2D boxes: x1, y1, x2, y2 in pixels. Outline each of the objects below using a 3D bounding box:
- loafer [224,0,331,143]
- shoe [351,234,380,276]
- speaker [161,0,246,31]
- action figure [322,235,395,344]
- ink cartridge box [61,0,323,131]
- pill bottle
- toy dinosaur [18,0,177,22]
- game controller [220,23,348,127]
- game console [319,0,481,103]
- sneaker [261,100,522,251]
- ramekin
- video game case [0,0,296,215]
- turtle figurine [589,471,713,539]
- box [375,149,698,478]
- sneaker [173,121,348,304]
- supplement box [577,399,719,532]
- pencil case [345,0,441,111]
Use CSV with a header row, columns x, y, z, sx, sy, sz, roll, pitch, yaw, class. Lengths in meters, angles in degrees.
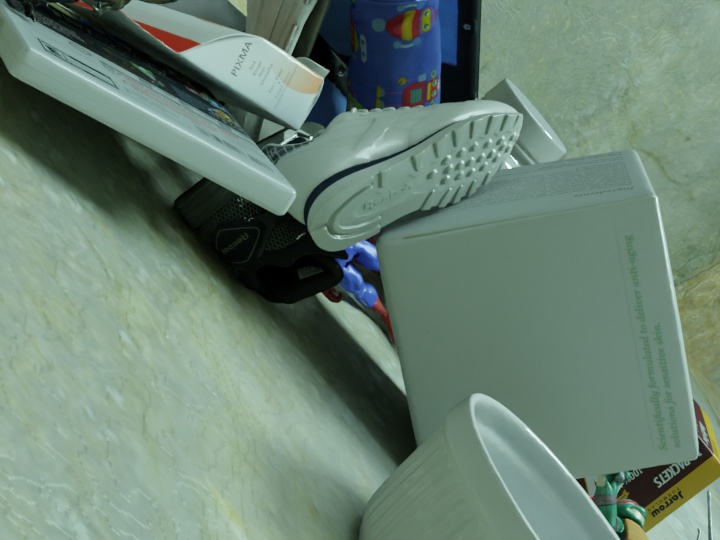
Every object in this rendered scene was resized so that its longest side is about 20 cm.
x,y,z,sx,sy,sz,roll,pitch,yaw,class
-0.060,-0.155,1.211,0.069,0.201,0.070,14,9,10,loafer
0.016,-0.032,1.383,0.091,0.072,0.200,14,-8,-5,shoe
-0.135,-0.194,1.291,0.200,0.081,0.081,38,18,-49,speaker
0.000,0.000,1.244,0.200,0.065,0.099,42,6,-36,action figure
-0.143,-0.175,1.098,0.162,0.050,0.200,25,-6,41,ink cartridge box
0.097,-0.090,1.550,0.114,0.200,0.114,48,12,-14,pill bottle
-0.192,-0.186,0.957,0.199,0.048,0.088,20,21,27,toy dinosaur
-0.047,-0.135,1.316,0.042,0.105,0.200,21,-14,42,game controller
0.016,-0.223,1.297,0.176,0.031,0.201,19,-39,18,game console
0.026,-0.085,1.076,0.199,0.077,0.080,-20,49,-34,sneaker
0.088,0.183,0.936,0.200,0.105,0.200,48,13,-15,ramekin
-0.150,-0.117,0.984,0.200,0.023,0.182,27,13,-34,video game case
0.242,0.245,1.339,0.149,0.101,0.200,31,34,-18,turtle figurine
0.128,0.034,1.144,0.171,0.199,0.200,-68,147,-74,box
-0.053,-0.039,1.125,0.114,0.076,0.199,54,22,-5,sneaker
0.251,0.141,1.594,0.200,0.133,0.197,50,12,-2,supplement box
0.023,-0.161,1.266,0.087,0.078,0.201,42,-34,38,pencil case
